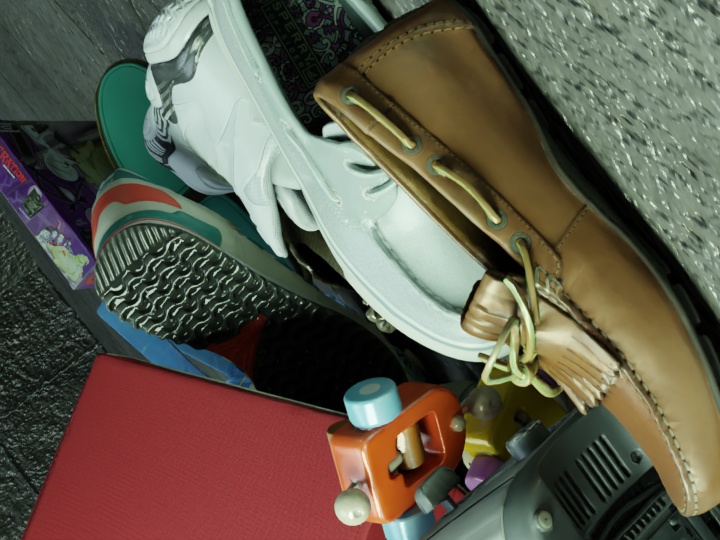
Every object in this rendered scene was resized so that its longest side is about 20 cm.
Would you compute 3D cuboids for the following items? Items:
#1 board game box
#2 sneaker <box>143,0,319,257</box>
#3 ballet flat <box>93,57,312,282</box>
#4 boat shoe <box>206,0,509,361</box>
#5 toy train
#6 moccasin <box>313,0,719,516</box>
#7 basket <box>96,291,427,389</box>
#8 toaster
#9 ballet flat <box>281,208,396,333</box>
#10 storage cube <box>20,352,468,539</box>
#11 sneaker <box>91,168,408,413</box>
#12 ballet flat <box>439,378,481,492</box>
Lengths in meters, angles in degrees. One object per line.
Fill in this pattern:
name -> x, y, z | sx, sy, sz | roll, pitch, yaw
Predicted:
board game box -> -0.148, -0.045, 1.468 | 0.120, 0.032, 0.200 | 55, -154, 15
sneaker -> -0.048, -0.056, 1.121 | 0.115, 0.075, 0.200 | 53, 168, 15
ballet flat -> -0.097, -0.045, 1.447 | 0.200, 0.071, 0.071 | 51, 170, 15
boat shoe -> 0.002, -0.052, 0.912 | 0.201, 0.070, 0.072 | 55, 174, 9
toy train -> 0.042, 0.116, 1.013 | 0.055, 0.150, 0.201 | 4, 123, 42
moccasin -> 0.059, 0.003, 0.804 | 0.202, 0.078, 0.074 | 54, 170, -2
basket -> -0.046, 0.078, 1.333 | 0.199, 0.140, 0.176 | 24, -173, -32
toaster -> 0.102, 0.153, 0.914 | 0.200, 0.114, 0.129 | 52, 142, -3
ballet flat -> 0.000, 0.000, 1.128 | 0.067, 0.047, 0.200 | 25, 178, -20
storage cube -> -0.054, 0.164, 1.104 | 0.199, 0.181, 0.171 | 13, 164, 29
sneaker -> -0.054, 0.013, 1.148 | 0.199, 0.070, 0.094 | 33, -161, -31
ballet flat -> 0.054, 0.093, 1.213 | 0.069, 0.068, 0.200 | 62, 161, 6
